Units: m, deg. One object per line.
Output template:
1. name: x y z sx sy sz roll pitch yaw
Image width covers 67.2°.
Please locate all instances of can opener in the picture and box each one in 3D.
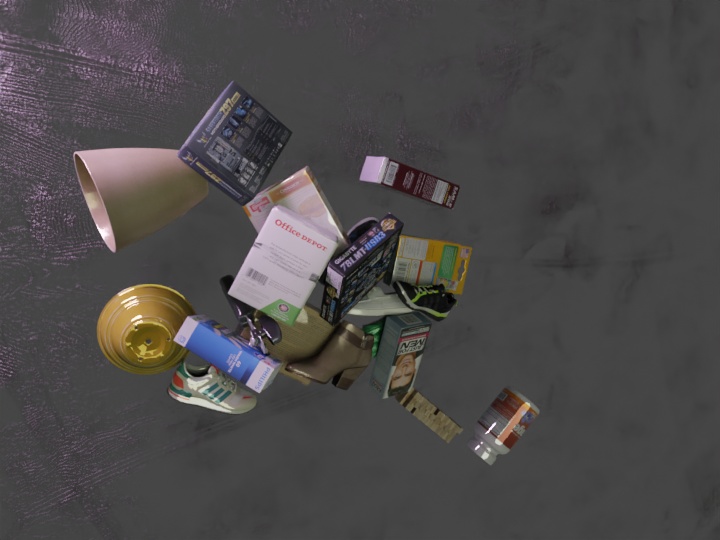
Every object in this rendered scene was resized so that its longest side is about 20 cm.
1. can opener: -0.231 0.089 1.132 0.066 0.200 0.053 -29 151 -21

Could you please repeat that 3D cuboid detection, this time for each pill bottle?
1. pill bottle: 0.383 0.422 1.473 0.112 0.112 0.200 41 86 -24

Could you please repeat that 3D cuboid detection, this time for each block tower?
1. block tower: 0.179 0.375 1.417 0.200 0.054 0.058 41 87 -23

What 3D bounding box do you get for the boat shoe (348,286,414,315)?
1. boat shoe: 0.040 0.072 1.289 0.200 0.072 0.069 0 89 -19

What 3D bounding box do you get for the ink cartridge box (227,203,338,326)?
1. ink cartridge box: -0.152 -0.013 1.088 0.146 0.084 0.200 29 102 -9

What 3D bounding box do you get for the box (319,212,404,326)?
1. box: 0.000 0.000 1.166 0.050 0.199 0.200 39 58 15

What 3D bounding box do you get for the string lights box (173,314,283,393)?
1. string lights box: -0.263 0.166 1.099 0.200 0.103 0.059 30 89 3

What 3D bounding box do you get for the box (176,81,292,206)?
1. box: -0.241 -0.250 1.065 0.158 0.051 0.200 38 53 -25

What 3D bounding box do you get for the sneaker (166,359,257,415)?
1. sneaker: -0.314 0.251 1.192 0.200 0.070 0.093 18 101 -21

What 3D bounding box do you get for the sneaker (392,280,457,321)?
1. sneaker: 0.156 0.052 1.273 0.200 0.072 0.083 26 114 -43

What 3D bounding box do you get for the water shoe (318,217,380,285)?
1. water shoe: -0.015 -0.036 1.235 0.200 0.079 0.072 -47 114 -5

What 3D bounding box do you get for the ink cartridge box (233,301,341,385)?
1. ink cartridge box: -0.167 0.140 1.221 0.200 0.075 0.165 31 92 -24

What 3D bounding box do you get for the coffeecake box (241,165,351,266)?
1. coffeecake box: -0.130 -0.094 1.148 0.153 0.073 0.200 -27 105 8

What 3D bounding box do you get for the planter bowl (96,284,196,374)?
1. planter bowl: -0.434 0.135 1.114 0.200 0.083 0.201 -5 104 -20

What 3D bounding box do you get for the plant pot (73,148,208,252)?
1. plant pot: -0.400 -0.156 1.023 0.200 0.187 0.188 -25 110 -30

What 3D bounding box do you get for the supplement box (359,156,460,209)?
1. supplement box: 0.112 -0.199 1.230 0.200 0.109 0.061 16 96 -24

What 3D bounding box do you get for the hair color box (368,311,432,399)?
1. hair color box: 0.095 0.203 1.303 0.099 0.061 0.200 -6 120 -37

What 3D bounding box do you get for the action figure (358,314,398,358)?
1. action figure: 0.031 0.163 1.312 0.200 0.055 0.118 -29 109 -16

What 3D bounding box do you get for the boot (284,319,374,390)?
1. boot: -0.059 0.180 1.201 0.200 0.070 0.146 25 88 -40

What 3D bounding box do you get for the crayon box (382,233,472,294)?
1. crayon box: 0.164 -0.015 1.323 0.200 0.052 0.126 8 100 -21
